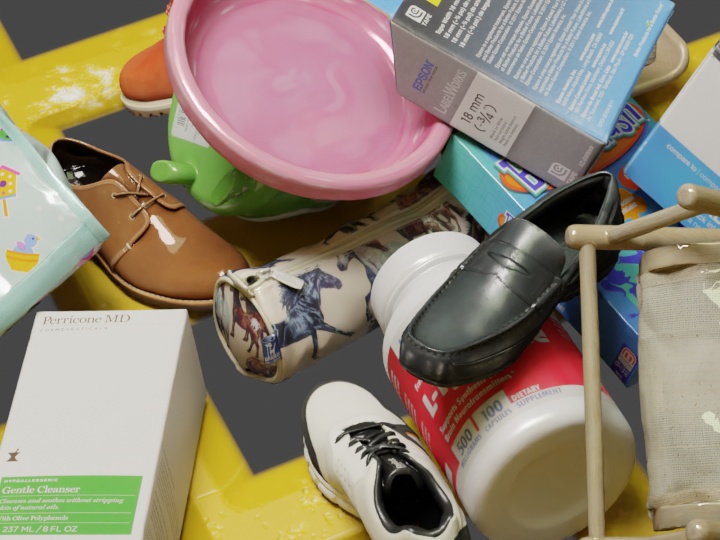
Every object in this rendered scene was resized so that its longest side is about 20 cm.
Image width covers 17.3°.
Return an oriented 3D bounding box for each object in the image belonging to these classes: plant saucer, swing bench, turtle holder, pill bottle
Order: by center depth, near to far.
[{"bbox_3d":[0.235,0.067,1.366,0.199,0.130,0.201,6,77,-28],"label":"swing bench"},{"bbox_3d":[0.081,0.068,1.477,0.111,0.113,0.200,-19,43,-13],"label":"pill bottle"},{"bbox_3d":[-0.035,-0.125,1.547,0.199,0.051,0.202,11,54,-15],"label":"plant saucer"},{"bbox_3d":[-0.047,-0.106,1.650,0.131,0.185,0.142,10,67,-41],"label":"turtle holder"}]

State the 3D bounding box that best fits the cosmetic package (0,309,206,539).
[{"bbox_3d":[-0.164,0.122,1.474,0.107,0.085,0.201,-2,44,7],"label":"cosmetic package"}]

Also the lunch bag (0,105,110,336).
[{"bbox_3d":[-0.266,-0.017,1.585,0.170,0.122,0.200,-41,44,-4],"label":"lunch bag"}]

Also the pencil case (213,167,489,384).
[{"bbox_3d":[0.000,0.000,1.579,0.199,0.090,0.078,-27,63,-22],"label":"pencil case"}]

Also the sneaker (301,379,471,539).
[{"bbox_3d":[0.019,0.124,1.451,0.073,0.080,0.200,-23,43,-14],"label":"sneaker"}]

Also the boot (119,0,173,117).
[{"bbox_3d":[-0.118,-0.188,1.749,0.199,0.107,0.075,-24,29,32],"label":"boot"}]

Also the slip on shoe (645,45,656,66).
[{"bbox_3d":[0.135,-0.186,1.696,0.076,0.061,0.200,-13,18,-30],"label":"slip on shoe"}]

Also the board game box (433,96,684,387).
[{"bbox_3d":[0.168,-0.032,1.560,0.152,0.045,0.200,-25,62,-36],"label":"board game box"}]

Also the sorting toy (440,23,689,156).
[{"bbox_3d":[0.122,-0.162,1.785,0.199,0.037,0.185,-24,45,-11],"label":"sorting toy"}]

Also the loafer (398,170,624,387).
[{"bbox_3d":[0.091,0.002,1.414,0.068,0.071,0.200,29,43,27],"label":"loafer"}]

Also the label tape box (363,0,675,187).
[{"bbox_3d":[0.089,-0.162,1.550,0.199,0.063,0.145,30,52,1],"label":"label tape box"}]

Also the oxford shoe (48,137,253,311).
[{"bbox_3d":[-0.154,-0.033,1.653,0.199,0.072,0.071,28,51,30],"label":"oxford shoe"}]

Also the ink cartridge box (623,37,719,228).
[{"bbox_3d":[0.277,-0.127,1.517,0.084,0.200,0.145,42,33,13],"label":"ink cartridge box"}]

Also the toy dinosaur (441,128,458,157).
[{"bbox_3d":[0.097,-0.084,1.667,0.102,0.077,0.201,-35,87,-3],"label":"toy dinosaur"}]
